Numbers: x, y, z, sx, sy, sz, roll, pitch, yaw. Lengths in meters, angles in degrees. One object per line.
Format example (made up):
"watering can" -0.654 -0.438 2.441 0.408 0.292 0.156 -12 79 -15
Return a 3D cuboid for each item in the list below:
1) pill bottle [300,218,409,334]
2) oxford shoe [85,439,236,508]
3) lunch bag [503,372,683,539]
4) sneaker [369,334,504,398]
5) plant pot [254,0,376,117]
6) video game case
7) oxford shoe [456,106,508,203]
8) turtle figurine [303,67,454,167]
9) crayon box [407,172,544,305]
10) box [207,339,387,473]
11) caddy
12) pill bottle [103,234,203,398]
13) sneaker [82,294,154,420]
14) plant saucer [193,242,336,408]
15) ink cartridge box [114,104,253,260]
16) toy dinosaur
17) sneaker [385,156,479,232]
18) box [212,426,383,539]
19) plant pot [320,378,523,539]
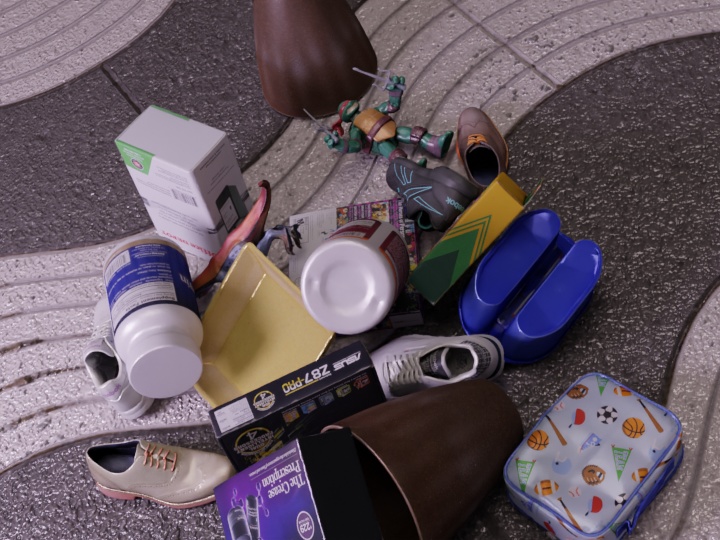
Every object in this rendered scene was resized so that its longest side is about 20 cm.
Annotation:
"pill bottle" 0.000 0.000 1.538 0.113 0.115 0.200 -6 10 11
"oxford shoe" -0.247 0.246 1.547 0.198 0.074 0.071 -4 52 13
"lunch bag" 0.266 0.223 1.421 0.160 0.076 0.200 31 66 30
"sneaker" 0.073 0.115 1.527 0.198 0.080 0.077 -15 87 26
"plant pot" -0.087 -0.367 1.888 0.185 0.201 0.188 -8 52 11
"video game case" -0.008 -0.004 1.696 0.179 0.036 0.201 -9 51 9
"oxford shoe" 0.172 -0.166 1.746 0.071 0.073 0.201 -15 50 4
"turtle figurine" 0.026 -0.209 1.805 0.199 0.101 0.150 33 82 17
"crayon box" 0.148 -0.054 1.583 0.051 0.127 0.200 43 103 1
"box" -0.064 0.182 1.489 0.199 0.162 0.049 -25 51 -5
"caddy" 0.213 0.022 1.573 0.141 0.105 0.200 38 69 10
"pill bottle" -0.266 0.059 1.620 0.115 0.116 0.201 -20 47 0
"sneaker" -0.326 0.098 1.665 0.075 0.100 0.201 -32 49 11
"plant saucer" -0.123 0.099 1.598 0.200 0.048 0.201 41 107 35
"ink cartridge box" -0.235 -0.114 1.742 0.145 0.201 0.084 23 59 29
"toy dinosaur" -0.170 -0.024 1.689 0.180 0.201 0.105 -15 23 12
"sneaker" 0.078 -0.099 1.653 0.080 0.075 0.200 -62 25 -3
"box" -0.071 0.273 1.373 0.078 0.200 0.142 -8 71 -38
"plant pot" 0.085 0.212 1.431 0.199 0.188 0.187 -29 49 -27
